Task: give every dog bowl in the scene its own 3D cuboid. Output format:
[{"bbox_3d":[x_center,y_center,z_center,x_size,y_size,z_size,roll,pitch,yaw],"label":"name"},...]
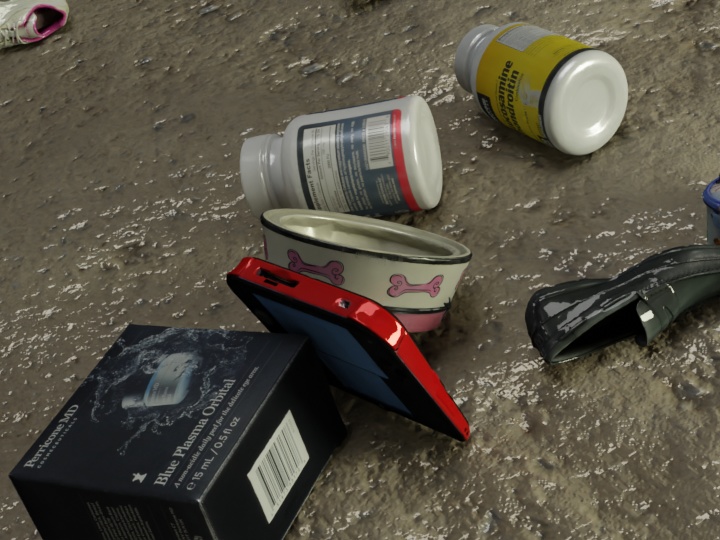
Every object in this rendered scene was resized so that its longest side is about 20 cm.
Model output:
[{"bbox_3d":[0.000,0.000,1.286,0.197,0.075,0.200,10,11,-2],"label":"dog bowl"}]

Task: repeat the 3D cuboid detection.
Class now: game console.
[{"bbox_3d":[-0.013,0.067,1.178,0.199,0.178,0.031,20,63,43],"label":"game console"}]

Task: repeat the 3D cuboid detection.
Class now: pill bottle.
[{"bbox_3d":[-0.021,-0.112,1.488,0.197,0.121,0.120,-8,34,17],"label":"pill bottle"},{"bbox_3d":[0.190,-0.206,1.525,0.111,0.113,0.200,-31,34,-18],"label":"pill bottle"}]

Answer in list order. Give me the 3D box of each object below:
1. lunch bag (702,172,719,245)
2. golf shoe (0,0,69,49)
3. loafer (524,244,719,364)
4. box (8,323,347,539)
[{"bbox_3d":[0.409,-0.055,1.235,0.159,0.076,0.199,-31,36,-22],"label":"lunch bag"},{"bbox_3d":[-0.548,-0.384,2.190,0.198,0.076,0.092,-28,37,-12],"label":"golf shoe"},{"bbox_3d":[0.241,0.033,1.204,0.198,0.068,0.071,-16,52,0],"label":"loafer"},{"bbox_3d":[-0.148,0.154,1.171,0.197,0.119,0.197,1,38,30],"label":"box"}]
